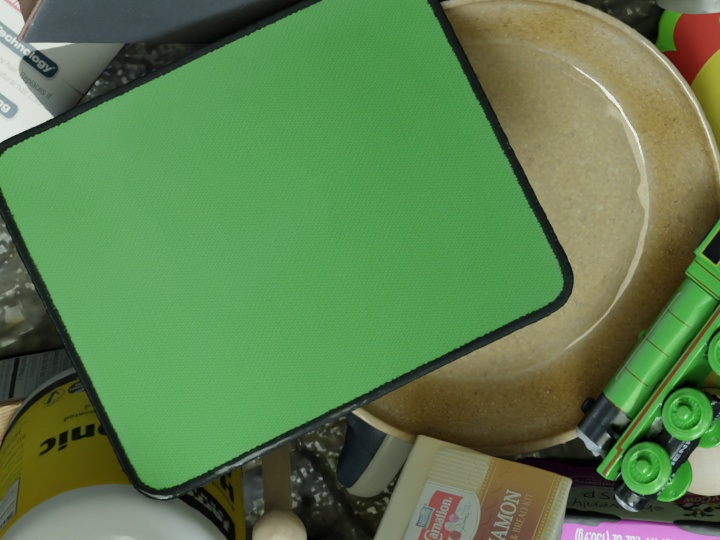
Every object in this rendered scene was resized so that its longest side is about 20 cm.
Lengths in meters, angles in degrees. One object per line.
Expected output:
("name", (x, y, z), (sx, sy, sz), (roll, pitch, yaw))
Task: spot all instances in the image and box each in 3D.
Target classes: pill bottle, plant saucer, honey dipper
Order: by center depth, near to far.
("pill bottle", (-0.101, 0.124, 1.204), (0.111, 0.200, 0.112), (-1, 113, -3))
("plant saucer", (0.056, -0.022, 1.235), (0.199, 0.035, 0.201), (-3, 104, -11))
("honey dipper", (-0.037, 0.071, 1.244), (0.038, 0.200, 0.038), (-1, 111, -2))

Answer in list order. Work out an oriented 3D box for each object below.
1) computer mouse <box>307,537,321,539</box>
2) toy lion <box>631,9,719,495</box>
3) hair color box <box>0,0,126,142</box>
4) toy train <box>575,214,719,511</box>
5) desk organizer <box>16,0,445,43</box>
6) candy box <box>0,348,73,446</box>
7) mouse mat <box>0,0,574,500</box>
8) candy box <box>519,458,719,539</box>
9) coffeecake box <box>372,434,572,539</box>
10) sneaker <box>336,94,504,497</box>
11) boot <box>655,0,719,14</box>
("computer mouse", (-0.087, 0.193, 1.367), (0.200, 0.059, 0.034), (-38, 79, 14))
("toy lion", (0.178, -0.029, 1.268), (0.200, 0.069, 0.192), (-35, 87, 21))
("hair color box", (-0.190, -0.071, 1.256), (0.100, 0.061, 0.200), (37, 107, -14))
("toy train", (0.160, 0.012, 1.218), (0.056, 0.042, 0.200), (40, 99, 25))
("desk organizer", (-0.048, -0.145, 1.203), (0.199, 0.077, 0.072), (-2, 149, -30))
("candy box", (-0.168, 0.105, 1.331), (0.199, 0.055, 0.116), (-10, 113, 1))
("mouse mat", (-0.032, -0.018, 1.167), (0.199, 0.008, 0.162), (-26, 82, -6))
("candy box", (0.134, 0.195, 1.367), (0.135, 0.061, 0.201), (4, 113, 6))
("coffeecake box", (0.028, 0.198, 1.239), (0.073, 0.154, 0.201), (15, 136, 11))
("sneaker", (0.000, 0.000, 1.288), (0.084, 0.075, 0.201), (12, 101, -8))
("boot", (0.172, -0.226, 1.192), (0.181, 0.073, 0.201), (-30, 119, -15))
